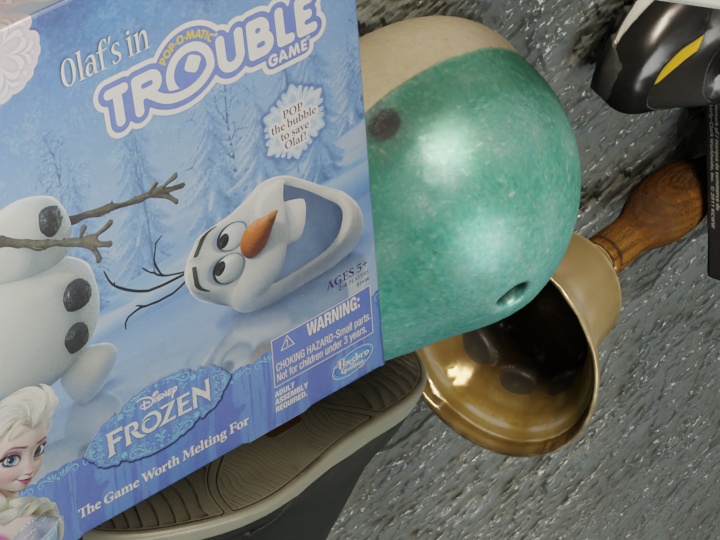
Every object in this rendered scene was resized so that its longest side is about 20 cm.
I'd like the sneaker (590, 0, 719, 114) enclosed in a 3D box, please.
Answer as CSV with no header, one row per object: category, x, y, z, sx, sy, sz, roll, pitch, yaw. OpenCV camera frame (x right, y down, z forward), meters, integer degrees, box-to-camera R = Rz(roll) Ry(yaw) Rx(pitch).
sneaker,0.190,-0.103,1.273,0.199,0.090,0.070,-26,151,-35

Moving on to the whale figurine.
whale figurine,0.000,0.000,1.127,0.200,0.104,0.159,-44,157,3

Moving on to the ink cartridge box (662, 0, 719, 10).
ink cartridge box,0.131,-0.169,1.024,0.067,0.118,0.201,7,135,-14

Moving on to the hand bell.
hand bell,0.112,-0.008,1.342,0.200,0.104,0.104,-36,158,-45

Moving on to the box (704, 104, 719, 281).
box,0.265,-0.038,1.336,0.122,0.199,0.107,-24,122,-38

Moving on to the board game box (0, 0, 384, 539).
board game box,-0.084,-0.013,0.970,0.199,0.043,0.200,-29,131,-30

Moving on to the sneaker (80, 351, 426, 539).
sneaker,-0.058,0.099,1.233,0.199,0.075,0.107,-21,146,-43

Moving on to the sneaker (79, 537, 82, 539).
sneaker,-0.186,0.134,1.104,0.200,0.076,0.091,-42,148,-10
